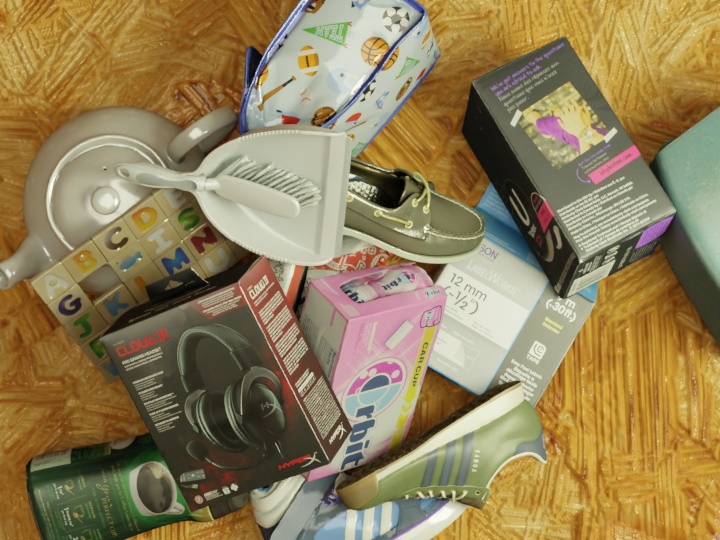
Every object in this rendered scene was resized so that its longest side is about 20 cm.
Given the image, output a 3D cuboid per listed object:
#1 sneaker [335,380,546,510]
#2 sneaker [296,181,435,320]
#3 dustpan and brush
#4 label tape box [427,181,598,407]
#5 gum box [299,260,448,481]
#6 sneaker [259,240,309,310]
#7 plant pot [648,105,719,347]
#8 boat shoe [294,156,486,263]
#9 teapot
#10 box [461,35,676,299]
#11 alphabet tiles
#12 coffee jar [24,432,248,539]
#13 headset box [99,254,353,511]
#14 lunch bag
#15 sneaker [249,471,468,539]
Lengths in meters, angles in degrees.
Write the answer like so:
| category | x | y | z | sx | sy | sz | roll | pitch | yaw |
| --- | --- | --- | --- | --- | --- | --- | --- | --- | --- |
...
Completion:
| category | x | y | z | sx | sy | sz | roll | pitch | yaw |
| --- | --- | --- | --- | --- | --- | --- | --- | --- | --- |
| sneaker | 0.084 | 0.188 | 1.597 | 0.200 | 0.067 | 0.090 | -30 | 94 | -5 |
| sneaker | 0.000 | 0.000 | 1.656 | 0.201 | 0.067 | 0.108 | -27 | 92 | 2 |
| dustpan and brush | -0.115 | -0.075 | 1.505 | 0.200 | 0.057 | 0.140 | 16 | 127 | 13 |
| label tape box | 0.143 | 0.025 | 1.660 | 0.143 | 0.066 | 0.200 | 30 | 91 | -1 |
| gum box | -0.001 | 0.087 | 1.584 | 0.113 | 0.066 | 0.200 | -13 | 132 | -35 |
| sneaker | -0.114 | 0.032 | 1.591 | 0.108 | 0.067 | 0.202 | 16 | 95 | 1 |
| plant pot | 0.373 | -0.058 | 1.607 | 0.196 | 0.196 | 0.200 | -37 | 83 | -1 |
| boat shoe | 0.028 | -0.060 | 1.570 | 0.202 | 0.072 | 0.060 | 14 | 134 | -18 |
| teapot | -0.225 | -0.067 | 1.610 | 0.197 | 0.146 | 0.200 | 9 | 89 | -2 |
| box | 0.189 | -0.094 | 1.602 | 0.106 | 0.122 | 0.200 | -26 | 74 | -10 |
| alphabet tiles | -0.185 | 0.001 | 1.587 | 0.200 | 0.167 | 0.008 | -36 | 49 | -6 |
| coffee jar | -0.210 | 0.203 | 1.639 | 0.200 | 0.085 | 0.104 | -15 | 97 | 0 |
| headset box | -0.121 | 0.091 | 1.509 | 0.149 | 0.077 | 0.200 | -21 | 103 | 22 |
| lunch bag | -0.032 | -0.173 | 1.598 | 0.124 | 0.170 | 0.200 | 36 | 90 | 12 |
| sneaker | -0.007 | 0.206 | 1.647 | 0.200 | 0.081 | 0.147 | -29 | 95 | 4 |
